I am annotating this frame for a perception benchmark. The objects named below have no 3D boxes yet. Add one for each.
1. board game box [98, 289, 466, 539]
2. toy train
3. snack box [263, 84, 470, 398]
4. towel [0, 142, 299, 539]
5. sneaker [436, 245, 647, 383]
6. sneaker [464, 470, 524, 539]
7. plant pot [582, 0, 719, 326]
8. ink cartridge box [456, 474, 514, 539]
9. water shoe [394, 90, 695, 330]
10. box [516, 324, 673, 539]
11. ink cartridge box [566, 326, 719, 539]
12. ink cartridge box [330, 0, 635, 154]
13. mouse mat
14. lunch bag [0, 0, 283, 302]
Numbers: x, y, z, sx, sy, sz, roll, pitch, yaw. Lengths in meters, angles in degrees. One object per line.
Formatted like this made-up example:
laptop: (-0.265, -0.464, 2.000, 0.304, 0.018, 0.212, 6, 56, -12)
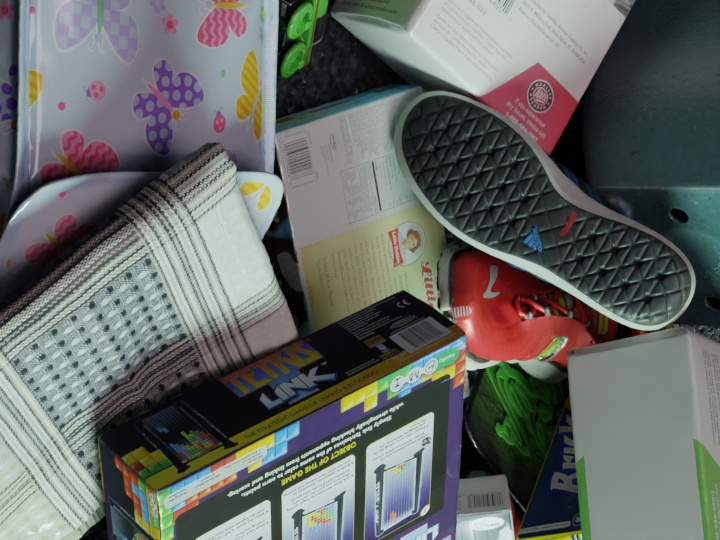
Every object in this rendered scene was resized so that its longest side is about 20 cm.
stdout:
board game box: (-0.036, 0.122, 0.906, 0.200, 0.057, 0.166, -24, 133, -33)
toy train: (-0.028, -0.186, 0.910, 0.056, 0.042, 0.200, -47, 160, -38)
snack box: (0.000, 0.000, 1.022, 0.116, 0.037, 0.201, -21, 109, -37)
towel: (-0.117, 0.055, 0.829, 0.192, 0.035, 0.200, -40, 152, -16)
sneaker: (0.115, 0.022, 1.057, 0.200, 0.085, 0.077, 12, 70, -55)
sneaker: (0.132, 0.217, 1.152, 0.071, 0.112, 0.200, -59, 141, -48)
plant pot: (0.250, -0.070, 1.085, 0.200, 0.195, 0.197, -55, 131, -33)
ink cartridge box: (0.055, 0.221, 1.099, 0.099, 0.039, 0.200, -8, 124, 3)
water shoe: (0.103, -0.029, 1.012, 0.072, 0.200, 0.079, -53, 175, 2)
box: (0.167, 0.123, 1.117, 0.070, 0.064, 0.200, 58, 36, -25)
ink cartridge box: (0.213, 0.128, 1.047, 0.200, 0.084, 0.146, 21, 61, -52)
ink cartridge box: (0.095, -0.194, 1.029, 0.146, 0.085, 0.200, 37, 81, -39)
mouse mat: (0.136, 0.110, 1.140, 0.200, 0.008, 0.161, 52, 40, -29)
lunch bag: (-0.128, -0.063, 0.840, 0.169, 0.127, 0.201, 0, 96, -47)
